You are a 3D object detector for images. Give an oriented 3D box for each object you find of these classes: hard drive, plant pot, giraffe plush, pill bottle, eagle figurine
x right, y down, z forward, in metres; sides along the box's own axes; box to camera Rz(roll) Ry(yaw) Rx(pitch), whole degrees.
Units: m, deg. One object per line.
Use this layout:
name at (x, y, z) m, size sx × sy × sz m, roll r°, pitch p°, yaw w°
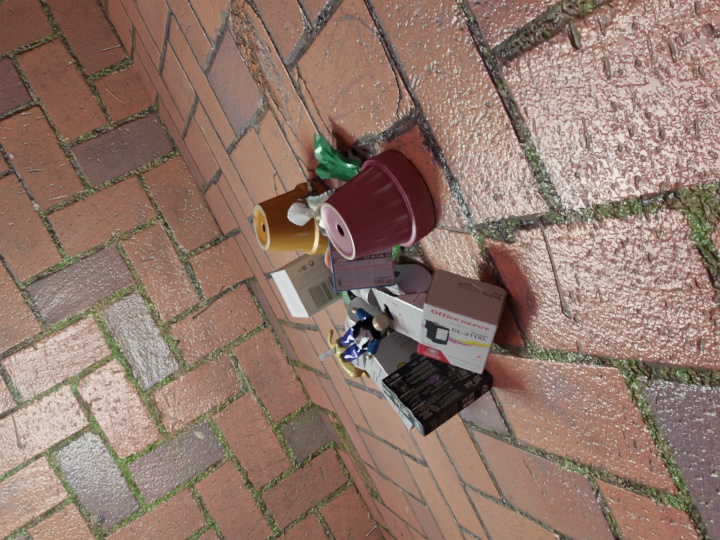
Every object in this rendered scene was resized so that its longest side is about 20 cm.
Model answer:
hard drive at (-0.056, 0.012, 1.991) m, size 0.202 × 0.037 × 0.140 m, roll 66°, pitch 171°, yaw -7°
plant pot at (-0.188, -0.133, 1.852) m, size 0.200 × 0.181 × 0.203 m, roll 40°, pitch 136°, yaw 54°
giraffe plush at (-0.007, 0.262, 2.106) m, size 0.162 × 0.197 × 0.175 m, roll 45°, pitch -143°, yaw -61°
plant pot at (0.024, -0.120, 1.388) m, size 0.200 × 0.178 × 0.201 m, roll 50°, pitch 158°, yaw 29°
pill bottle at (0.000, 0.000, 1.744) m, size 0.200 × 0.109 × 0.110 m, roll 43°, pitch 155°, yaw 41°
pill bottle at (0.017, 0.165, 1.798) m, size 0.114 × 0.113 × 0.201 m, roll 47°, pitch 156°, yaw 35°
eagle figurine at (-0.067, -0.156, 1.653) m, size 0.199 × 0.151 × 0.153 m, roll 31°, pitch 107°, yaw 45°

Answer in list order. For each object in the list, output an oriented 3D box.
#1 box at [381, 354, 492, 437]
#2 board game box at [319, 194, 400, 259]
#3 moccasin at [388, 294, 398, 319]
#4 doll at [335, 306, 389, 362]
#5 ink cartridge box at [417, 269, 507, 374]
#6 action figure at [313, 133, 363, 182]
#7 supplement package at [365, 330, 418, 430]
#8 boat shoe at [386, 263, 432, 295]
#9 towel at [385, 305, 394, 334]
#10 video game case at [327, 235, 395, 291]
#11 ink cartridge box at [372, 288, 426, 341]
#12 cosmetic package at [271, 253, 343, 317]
box at (0.171, 0.255, 1.523) m, size 0.160 × 0.199 × 0.044 m, roll 42°, pitch 155°, yaw 41°
board game box at (0.003, -0.094, 1.581) m, size 0.199 × 0.030 × 0.096 m, roll 31°, pitch 141°, yaw 5°
moccasin at (0.099, 0.092, 1.660) m, size 0.068 × 0.080 × 0.200 m, roll 53°, pitch 160°, yaw 5°
doll at (0.004, 0.154, 1.649) m, size 0.200 × 0.048 × 0.138 m, roll -40°, pitch 59°, yaw 50°
ink cartridge box at (0.193, 0.103, 1.323) m, size 0.144 × 0.083 × 0.201 m, roll 17°, pitch 148°, yaw 12°
action figure at (-0.034, -0.243, 1.565) m, size 0.199 × 0.054 × 0.119 m, roll 31°, pitch 145°, yaw 44°
supplement package at (0.131, 0.263, 1.713) m, size 0.201 × 0.151 × 0.151 m, roll 52°, pitch 161°, yaw 21°
boat shoe at (0.113, 0.027, 1.571) m, size 0.065 × 0.074 × 0.199 m, roll 38°, pitch 170°, yaw -31°
towel at (0.080, 0.155, 1.900) m, size 0.202 × 0.023 × 0.143 m, roll 63°, pitch 162°, yaw -4°
video game case at (-0.001, -0.059, 1.539) m, size 0.018 × 0.141 × 0.203 m, roll -45°, pitch -52°, yaw -78°
ink cartridge box at (0.134, 0.107, 1.536) m, size 0.199 × 0.057 × 0.163 m, roll 28°, pitch 155°, yaw 39°
cosmetic package at (-0.159, 0.038, 2.136) m, size 0.166 × 0.164 × 0.200 m, roll 63°, pitch 160°, yaw -7°
